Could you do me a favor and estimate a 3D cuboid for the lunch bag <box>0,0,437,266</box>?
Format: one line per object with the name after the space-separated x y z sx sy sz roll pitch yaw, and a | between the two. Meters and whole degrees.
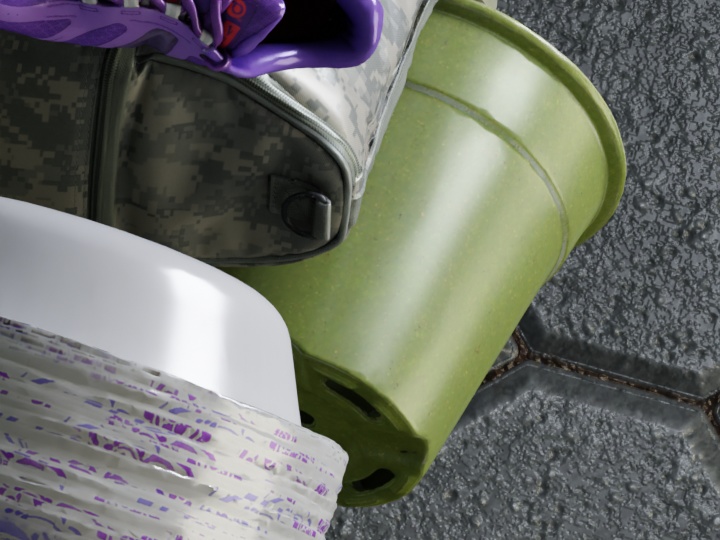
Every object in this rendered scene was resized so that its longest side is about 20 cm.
-0.060 -0.099 1.267 0.200 0.168 0.139 -71 175 -47 | lunch bag

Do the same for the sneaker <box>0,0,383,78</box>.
-0.072 -0.110 1.084 0.083 0.200 0.081 39 -62 45 | sneaker

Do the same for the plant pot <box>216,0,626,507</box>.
0.000 0.000 1.386 0.200 0.200 0.190 100 12 -55 | plant pot

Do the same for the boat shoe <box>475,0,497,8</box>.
0.030 -0.196 1.523 0.074 0.063 0.201 55 25 -40 | boat shoe

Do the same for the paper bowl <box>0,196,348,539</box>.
-0.101 0.041 0.974 0.201 0.200 0.104 83 23 -80 | paper bowl
